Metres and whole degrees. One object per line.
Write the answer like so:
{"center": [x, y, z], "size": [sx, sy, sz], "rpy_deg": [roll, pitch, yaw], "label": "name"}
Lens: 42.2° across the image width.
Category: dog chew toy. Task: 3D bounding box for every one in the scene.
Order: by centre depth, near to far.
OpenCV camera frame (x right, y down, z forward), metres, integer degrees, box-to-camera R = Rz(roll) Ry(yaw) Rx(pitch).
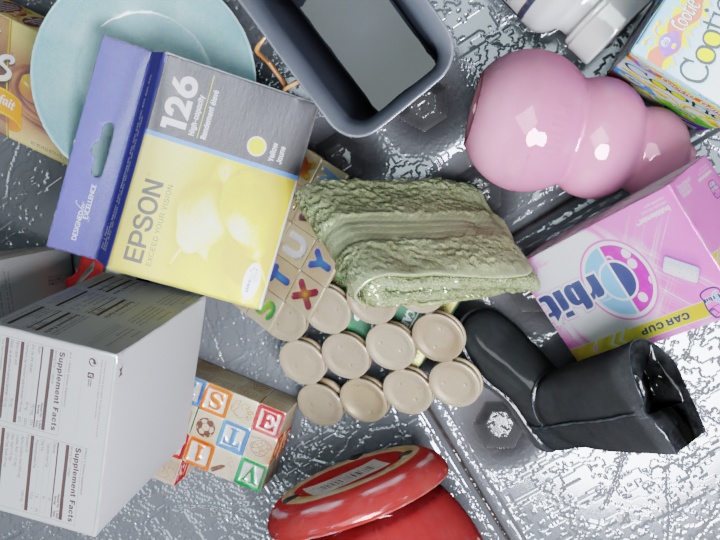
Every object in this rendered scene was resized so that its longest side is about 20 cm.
{"center": [0.195, -0.119, 0.821], "size": [0.199, 0.125, 0.125], "rpy_deg": [14, 99, 0], "label": "dog chew toy"}

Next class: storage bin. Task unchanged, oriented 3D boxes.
{"center": [-0.015, -0.218, 0.835], "size": [0.145, 0.134, 0.200], "rpy_deg": [-37, 89, 12], "label": "storage bin"}

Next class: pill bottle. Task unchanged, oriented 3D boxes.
{"center": [0.158, -0.280, 0.808], "size": [0.111, 0.111, 0.200], "rpy_deg": [-44, 88, 12], "label": "pill bottle"}

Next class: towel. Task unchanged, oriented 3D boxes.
{"center": [0.052, -0.030, 0.808], "size": [0.149, 0.199, 0.037], "rpy_deg": [58, 138, 37], "label": "towel"}

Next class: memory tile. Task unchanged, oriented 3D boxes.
{"center": [0.009, 0.074, 0.881], "size": [0.199, 0.017, 0.154], "rpy_deg": [-13, 110, 28], "label": "memory tile"}

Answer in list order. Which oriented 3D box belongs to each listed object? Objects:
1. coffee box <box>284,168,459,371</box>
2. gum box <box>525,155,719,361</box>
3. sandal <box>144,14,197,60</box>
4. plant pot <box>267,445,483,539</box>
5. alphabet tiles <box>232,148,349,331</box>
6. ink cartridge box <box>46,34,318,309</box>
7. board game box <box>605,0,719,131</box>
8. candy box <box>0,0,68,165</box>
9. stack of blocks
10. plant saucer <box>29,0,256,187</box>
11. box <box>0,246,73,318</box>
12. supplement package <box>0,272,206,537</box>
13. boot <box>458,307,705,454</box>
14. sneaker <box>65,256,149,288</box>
{"center": [0.000, 0.000, 0.903], "size": [0.199, 0.044, 0.123], "rpy_deg": [33, 103, 5], "label": "coffee box"}
{"center": [0.235, 0.001, 0.801], "size": [0.114, 0.066, 0.200], "rpy_deg": [57, 144, 0], "label": "gum box"}
{"center": [-0.188, -0.206, 0.905], "size": [0.079, 0.059, 0.208], "rpy_deg": [11, 99, 8], "label": "sandal"}
{"center": [0.020, 0.271, 0.856], "size": [0.199, 0.200, 0.184], "rpy_deg": [-19, 90, 12], "label": "plant pot"}
{"center": [-0.096, -0.047, 0.894], "size": [0.200, 0.006, 0.167], "rpy_deg": [34, 103, 29], "label": "alphabet tiles"}
{"center": [-0.158, -0.086, 0.835], "size": [0.199, 0.047, 0.199], "rpy_deg": [15, 95, -17], "label": "ink cartridge box"}
{"center": [0.278, -0.184, 0.753], "size": [0.103, 0.200, 0.105], "rpy_deg": [33, 102, 5], "label": "board game box"}
{"center": [-0.339, -0.196, 0.924], "size": [0.199, 0.055, 0.116], "rpy_deg": [26, 114, 7], "label": "candy box"}
{"center": [-0.175, 0.153, 0.946], "size": [0.199, 0.059, 0.116], "rpy_deg": [20, 100, 7], "label": "stack of blocks"}
{"center": [-0.197, -0.174, 0.856], "size": [0.199, 0.039, 0.203], "rpy_deg": [-2, 97, -13], "label": "plant saucer"}
{"center": [-0.368, 0.085, 0.900], "size": [0.130, 0.200, 0.201], "rpy_deg": [-6, 96, 10], "label": "box"}
{"center": [-0.227, 0.106, 0.813], "size": [0.110, 0.200, 0.157], "rpy_deg": [12, 103, 9], "label": "supplement package"}
{"center": [0.179, 0.088, 0.804], "size": [0.066, 0.200, 0.165], "rpy_deg": [-43, 95, -19], "label": "boot"}
{"center": [-0.240, -0.047, 0.926], "size": [0.085, 0.077, 0.201], "rpy_deg": [33, 104, 17], "label": "sneaker"}
